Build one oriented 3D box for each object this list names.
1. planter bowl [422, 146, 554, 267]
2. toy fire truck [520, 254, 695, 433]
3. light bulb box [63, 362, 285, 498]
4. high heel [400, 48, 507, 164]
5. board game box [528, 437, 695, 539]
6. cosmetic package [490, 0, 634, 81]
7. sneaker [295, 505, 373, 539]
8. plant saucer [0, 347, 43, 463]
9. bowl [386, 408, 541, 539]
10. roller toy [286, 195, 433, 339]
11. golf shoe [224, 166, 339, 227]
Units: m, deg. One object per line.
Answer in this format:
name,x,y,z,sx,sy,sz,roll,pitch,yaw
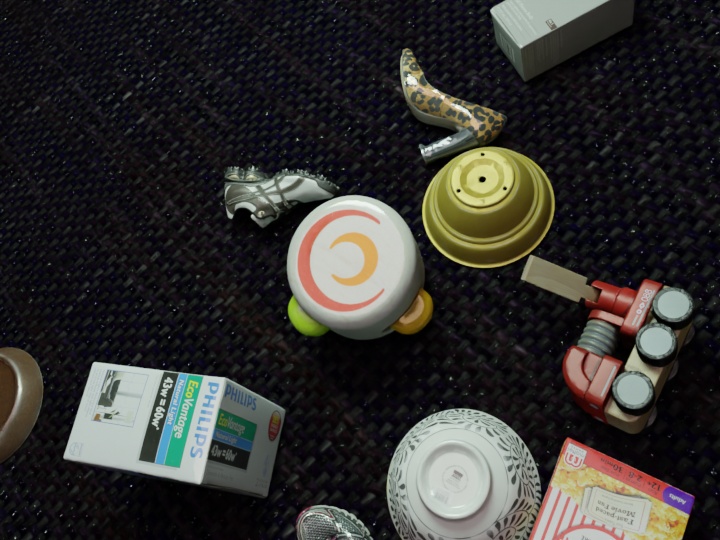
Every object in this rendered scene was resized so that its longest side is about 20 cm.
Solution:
planter bowl,0.180,-0.113,0.962,0.196,0.084,0.204,-6,65,14
toy fire truck,0.293,0.077,0.832,0.198,0.129,0.178,23,74,36
light bulb box,-0.233,0.213,0.873,0.196,0.199,0.127,4,69,19
high heel,0.144,-0.280,1.052,0.140,0.071,0.204,-18,77,13
board game box,0.270,0.320,0.756,0.149,0.046,0.203,21,74,19
cosmetic package,0.320,-0.403,1.051,0.198,0.090,0.108,-30,58,5
sneaker,-0.004,0.362,0.807,0.199,0.075,0.081,36,80,27
plant saucer,-0.611,0.218,1.077,0.196,0.035,0.204,-6,65,13
bowl,0.118,0.259,0.807,0.197,0.094,0.205,-7,64,14
roller toy,0.000,0.000,0.933,0.196,0.140,0.186,-5,76,12
golf shoe,-0.129,-0.114,1.071,0.196,0.078,0.097,4,85,20
